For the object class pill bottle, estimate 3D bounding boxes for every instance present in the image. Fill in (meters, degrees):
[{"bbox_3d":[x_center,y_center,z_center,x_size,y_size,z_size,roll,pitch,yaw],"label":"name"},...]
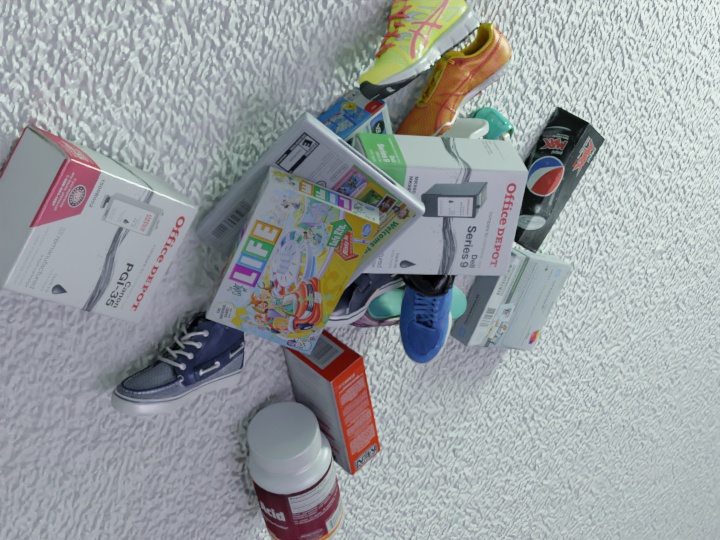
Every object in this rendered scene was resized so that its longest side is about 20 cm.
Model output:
[{"bbox_3d":[-0.089,0.276,1.846,0.114,0.114,0.202,-38,141,-25],"label":"pill bottle"}]

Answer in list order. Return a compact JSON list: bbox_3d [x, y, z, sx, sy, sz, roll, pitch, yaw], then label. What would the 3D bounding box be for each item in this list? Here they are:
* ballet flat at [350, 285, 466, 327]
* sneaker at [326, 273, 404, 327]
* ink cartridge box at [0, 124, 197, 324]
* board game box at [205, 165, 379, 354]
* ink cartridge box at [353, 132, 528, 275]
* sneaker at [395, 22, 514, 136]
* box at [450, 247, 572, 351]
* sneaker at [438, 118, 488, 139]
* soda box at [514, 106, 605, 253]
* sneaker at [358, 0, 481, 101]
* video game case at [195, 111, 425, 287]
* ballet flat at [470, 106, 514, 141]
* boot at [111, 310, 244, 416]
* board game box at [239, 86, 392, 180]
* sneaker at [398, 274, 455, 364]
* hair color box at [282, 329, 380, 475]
[{"bbox_3d":[0.055,0.047,1.885,0.198,0.071,0.070,-4,81,-41],"label":"ballet flat"},{"bbox_3d":[0.000,0.000,1.772,0.199,0.078,0.080,-34,146,-47],"label":"sneaker"},{"bbox_3d":[-0.278,-0.042,1.390,0.199,0.082,0.148,20,100,-55],"label":"ink cartridge box"},{"bbox_3d":[-0.079,-0.007,1.555,0.133,0.034,0.201,20,123,-13],"label":"board game box"},{"bbox_3d":[0.086,-0.077,1.631,0.197,0.084,0.148,1,121,-14],"label":"ink cartridge box"},{"bbox_3d":[0.107,-0.234,1.743,0.200,0.073,0.077,-47,117,-12],"label":"sneaker"},{"bbox_3d":[0.236,0.045,2.128,0.199,0.041,0.158,8,111,-52],"label":"box"},{"bbox_3d":[0.127,-0.131,1.764,0.200,0.070,0.101,-65,153,-65],"label":"sneaker"},{"bbox_3d":[0.273,-0.131,2.014,0.202,0.063,0.071,-59,145,2],"label":"soda box"},{"bbox_3d":[0.054,-0.275,1.624,0.200,0.078,0.091,-44,102,-34],"label":"sneaker"},{"bbox_3d":[-0.058,-0.058,1.555,0.181,0.022,0.200,36,117,-23],"label":"video game case"},{"bbox_3d":[0.177,-0.126,1.893,0.067,0.070,0.202,-28,136,-35],"label":"ballet flat"},{"bbox_3d":[-0.211,0.101,1.609,0.199,0.072,0.092,-19,124,-52],"label":"boot"},{"bbox_3d":[-0.038,-0.086,1.675,0.195,0.056,0.201,-40,142,-22],"label":"board game box"},{"bbox_3d":[0.083,0.031,1.767,0.111,0.076,0.203,-30,135,-72],"label":"sneaker"},{"bbox_3d":[-0.037,0.172,1.839,0.061,0.101,0.202,-37,142,-25],"label":"hair color box"}]
